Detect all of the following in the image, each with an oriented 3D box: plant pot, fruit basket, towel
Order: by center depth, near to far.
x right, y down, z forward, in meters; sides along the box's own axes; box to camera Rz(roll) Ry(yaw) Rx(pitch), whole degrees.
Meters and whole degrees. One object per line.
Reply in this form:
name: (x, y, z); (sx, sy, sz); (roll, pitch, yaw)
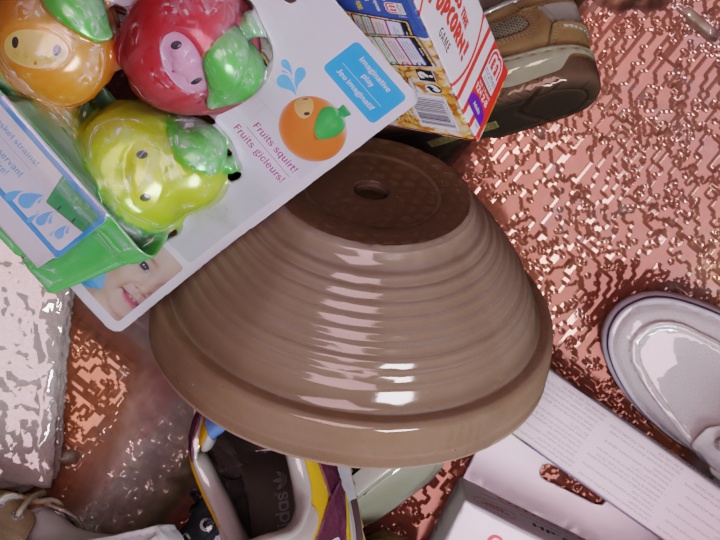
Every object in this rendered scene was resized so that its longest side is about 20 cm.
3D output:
fruit basket: (-0.105, -0.088, 1.256); (0.200, 0.094, 0.185); (-34, 104, 29)
plant pot: (0.000, 0.000, 1.326); (0.200, 0.201, 0.093); (10, 124, 1)
towel: (-0.213, 0.014, 1.430); (0.132, 0.034, 0.201); (7, 97, -1)

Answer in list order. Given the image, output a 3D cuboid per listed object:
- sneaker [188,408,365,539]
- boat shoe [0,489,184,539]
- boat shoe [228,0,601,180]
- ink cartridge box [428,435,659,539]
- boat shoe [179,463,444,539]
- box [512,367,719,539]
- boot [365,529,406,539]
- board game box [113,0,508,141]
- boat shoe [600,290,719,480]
sneaker: (-0.050, 0.066, 1.351); (0.075, 0.090, 0.201); (-24, 59, 9)
boat shoe: (-0.178, 0.146, 1.400); (0.199, 0.075, 0.069); (-13, 78, 25)
boat shoe: (0.020, -0.097, 1.400); (0.199, 0.072, 0.077); (-14, 71, 4)
ink cartridge box: (0.077, 0.188, 1.420); (0.115, 0.068, 0.201); (25, 96, -2)
boat shoe: (-0.053, 0.123, 1.421); (0.199, 0.074, 0.066); (-36, 66, 16)
box: (0.113, 0.084, 1.405); (0.199, 0.039, 0.042); (34, 92, 8)
boot: (-0.044, 0.205, 1.433); (0.200, 0.075, 0.074); (-39, 94, 25)
board game box: (-0.044, -0.136, 1.314); (0.199, 0.152, 0.046); (12, 62, 25)
boat shoe: (0.206, 0.085, 1.403); (0.200, 0.070, 0.071); (43, 96, -3)
